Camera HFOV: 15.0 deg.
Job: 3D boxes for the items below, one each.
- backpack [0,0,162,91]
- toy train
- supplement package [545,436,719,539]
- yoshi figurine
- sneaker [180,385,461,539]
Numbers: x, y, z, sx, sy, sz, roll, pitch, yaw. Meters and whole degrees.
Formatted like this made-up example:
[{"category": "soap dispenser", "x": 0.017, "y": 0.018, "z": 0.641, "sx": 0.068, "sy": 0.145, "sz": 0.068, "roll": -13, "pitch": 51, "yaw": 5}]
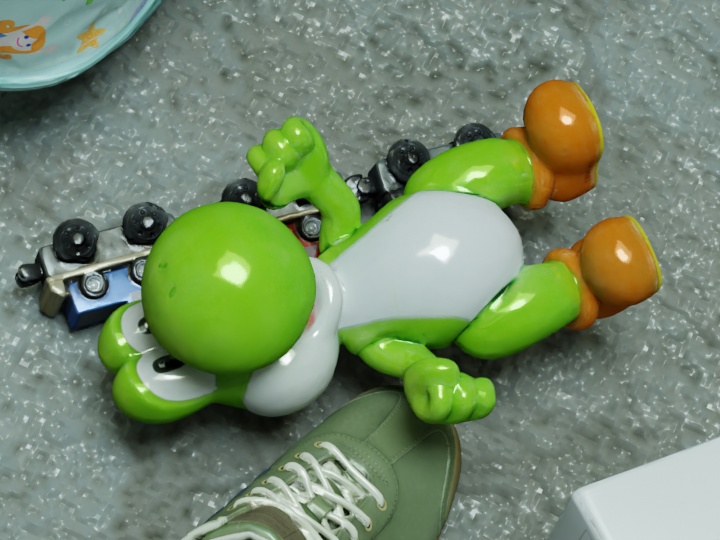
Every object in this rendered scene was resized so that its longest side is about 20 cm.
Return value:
[{"category": "backpack", "x": -0.136, "y": -0.163, "z": 1.036, "sx": 0.177, "sy": 0.151, "sz": 0.200, "roll": 21, "pitch": 54, "yaw": 10}, {"category": "toy train", "x": -0.033, "y": -0.013, "z": 1.044, "sx": 0.199, "sy": 0.034, "sz": 0.046, "roll": -14, "pitch": 78, "yaw": -16}, {"category": "supplement package", "x": 0.153, "y": 0.162, "z": 0.933, "sx": 0.117, "sy": 0.117, "sz": 0.200, "roll": -18, "pitch": 68, "yaw": -16}, {"category": "yoshi figurine", "x": 0.003, "y": 0.000, "z": 0.977, "sx": 0.199, "sy": 0.112, "sz": 0.112, "roll": -20, "pitch": 30, "yaw": -10}, {"category": "sneaker", "x": -0.026, "y": 0.106, "z": 0.950, "sx": 0.067, "sy": 0.090, "sz": 0.200, "roll": 37, "pitch": 64, "yaw": 12}]
